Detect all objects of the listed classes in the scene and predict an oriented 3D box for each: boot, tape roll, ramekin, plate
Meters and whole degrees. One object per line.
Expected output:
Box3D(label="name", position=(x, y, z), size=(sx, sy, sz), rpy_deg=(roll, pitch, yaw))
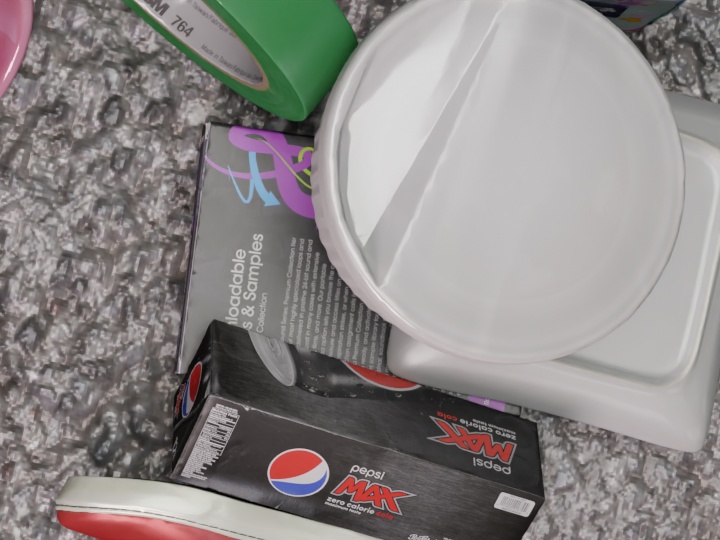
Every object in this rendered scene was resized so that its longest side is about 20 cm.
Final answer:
Box3D(label="boot", position=(-0.083, 0.195, 1.540), size=(0.199, 0.072, 0.145), rpy_deg=(16, 85, -11))
Box3D(label="tape roll", position=(-0.091, -0.163, 1.494), size=(0.200, 0.200, 0.048), rpy_deg=(41, 81, -4))
Box3D(label="ramekin", position=(0.064, -0.050, 1.491), size=(0.201, 0.094, 0.204), rpy_deg=(1, 87, -17))
Box3D(label="plate", position=(0.129, -0.016, 1.575), size=(0.198, 0.032, 0.201), rpy_deg=(15, 82, -15))

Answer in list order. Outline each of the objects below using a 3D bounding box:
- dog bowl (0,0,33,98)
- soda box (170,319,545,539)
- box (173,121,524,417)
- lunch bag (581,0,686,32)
Box3D(label="dog bowl", position=(-0.259, -0.131, 1.466), size=(0.200, 0.200, 0.074), rpy_deg=(-37, 56, -9))
Box3D(label="soda box", position=(-0.001, 0.097, 1.535), size=(0.199, 0.071, 0.064), rpy_deg=(18, 124, -15))
Box3D(label="box", position=(0.000, 0.000, 1.581), size=(0.199, 0.036, 0.144), rpy_deg=(8, 85, -10))
Box3D(label="lunch bag", position=(0.099, -0.205, 1.541), size=(0.200, 0.170, 0.122), rpy_deg=(40, 82, -2))
